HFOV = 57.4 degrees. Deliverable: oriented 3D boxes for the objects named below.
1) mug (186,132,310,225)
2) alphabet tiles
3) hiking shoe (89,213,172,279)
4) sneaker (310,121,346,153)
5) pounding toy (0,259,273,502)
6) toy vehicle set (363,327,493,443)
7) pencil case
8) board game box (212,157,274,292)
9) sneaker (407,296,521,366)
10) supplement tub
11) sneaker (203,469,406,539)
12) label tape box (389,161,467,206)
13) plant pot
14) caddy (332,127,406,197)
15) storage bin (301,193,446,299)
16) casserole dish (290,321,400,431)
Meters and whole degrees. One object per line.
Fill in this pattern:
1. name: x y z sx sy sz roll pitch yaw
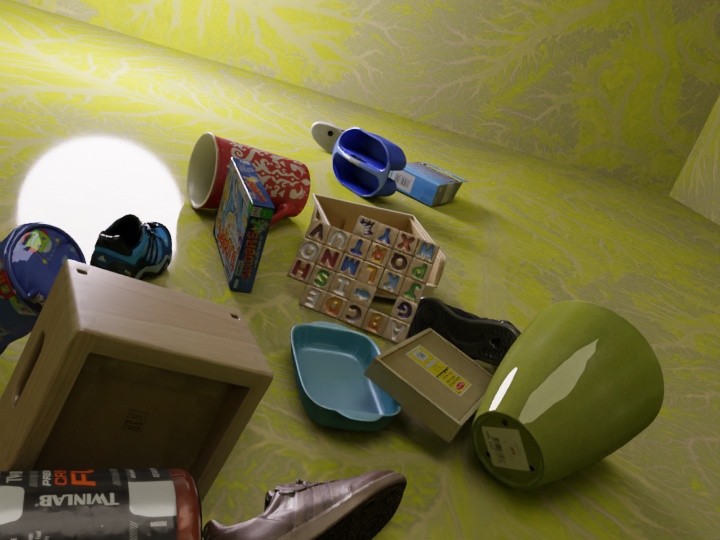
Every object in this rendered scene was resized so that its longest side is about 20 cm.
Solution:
1. mug: -0.203 -0.145 1.212 0.199 0.180 0.133 7 -12 -37
2. alphabet tiles: 0.000 0.000 0.982 0.198 0.168 0.008 21 -19 5
3. hiking shoe: -0.297 -0.037 0.884 0.074 0.087 0.200 17 22 -4
4. sneaker: -0.052 -0.374 1.898 0.198 0.074 0.112 23 18 -11
5. pounding toy: -0.212 0.106 0.534 0.183 0.201 0.142 21 17 -36
6. toy vehicle set: 0.097 0.135 0.823 0.124 0.027 0.200 37 19 18
7. pencil case: -0.324 0.030 0.592 0.087 0.199 0.078 55 33 -17
8. board game box: -0.182 -0.075 1.003 0.034 0.136 0.200 9 23 -24
9. sneaker: 0.156 0.095 0.974 0.198 0.077 0.114 13 -6 32
10. supplement tub: -0.209 0.183 0.420 0.198 0.108 0.107 7 25 -27
11. sneaker: -0.040 0.202 0.559 0.075 0.071 0.199 33 25 33
12. label tape box: 0.183 -0.236 1.765 0.143 0.067 0.199 29 22 23
13. plant pot: 0.222 0.160 0.765 0.186 0.189 0.199 33 41 31
14. caddy: 0.013 -0.258 1.577 0.104 0.142 0.200 2 27 -46
15. storage bin: 0.017 -0.035 1.125 0.198 0.094 0.199 11 23 -20
16. casserole dish: -0.025 0.128 0.786 0.120 0.039 0.200 11 24 -19
